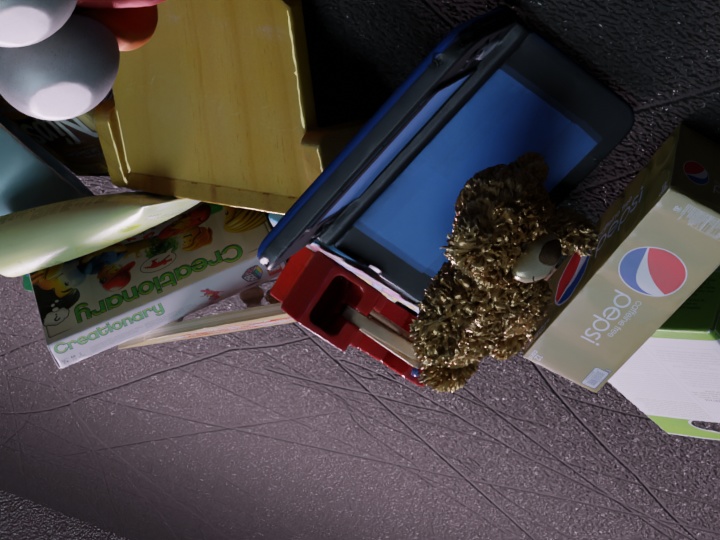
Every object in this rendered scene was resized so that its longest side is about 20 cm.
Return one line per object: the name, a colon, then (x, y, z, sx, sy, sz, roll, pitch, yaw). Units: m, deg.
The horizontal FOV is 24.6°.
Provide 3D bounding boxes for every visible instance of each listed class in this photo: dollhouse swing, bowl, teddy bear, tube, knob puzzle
dollhouse swing: (-0.076, -0.141, 1.209, 0.199, 0.177, 0.181, 10, -163, 31)
bowl: (-0.325, -0.081, 1.406, 0.201, 0.105, 0.201, 42, 178, 2)
teddy bear: (0.092, 0.013, 1.079, 0.067, 0.144, 0.200, 56, 141, 29)
tube: (-0.209, -0.035, 1.275, 0.199, 0.058, 0.052, -13, 133, 35)
knob puzzle: (-0.089, 0.030, 1.376, 0.218, 0.031, 0.220, -9, 177, -1)

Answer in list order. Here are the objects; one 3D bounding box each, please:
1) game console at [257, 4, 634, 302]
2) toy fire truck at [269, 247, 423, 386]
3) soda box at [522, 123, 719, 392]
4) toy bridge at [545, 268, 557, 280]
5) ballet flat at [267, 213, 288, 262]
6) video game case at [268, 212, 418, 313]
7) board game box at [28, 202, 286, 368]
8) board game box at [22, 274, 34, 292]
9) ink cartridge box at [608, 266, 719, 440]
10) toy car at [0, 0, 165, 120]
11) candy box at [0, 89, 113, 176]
game console: (0.057, -0.054, 1.034, 0.118, 0.200, 0.171, 44, -158, 3)
toy fire truck: (0.006, 0.037, 1.196, 0.200, 0.049, 0.141, 33, 180, -36)
soda box: (0.188, -0.005, 1.123, 0.064, 0.068, 0.200, 27, 136, -9)
toy bridge: (0.078, -0.030, 1.324, 0.199, 0.027, 0.067, 27, 158, -9)
ballet flat: (-0.077, -0.036, 1.435, 0.200, 0.068, 0.072, 31, 137, -21)
video game case: (0.000, 0.000, 1.307, 0.143, 0.018, 0.200, 27, 173, 5)
board game box: (-0.170, -0.010, 1.342, 0.035, 0.199, 0.127, 70, 176, -46)
board game box: (-0.183, -0.008, 1.467, 0.134, 0.029, 0.200, 11, -161, 30)
ink cartridge box: (0.263, 0.061, 1.287, 0.147, 0.076, 0.200, 2, 151, 42)
toy car: (-0.179, -0.207, 1.026, 0.149, 0.176, 0.200, -15, 152, 2)
candy box: (-0.253, -0.151, 1.334, 0.115, 0.056, 0.200, 5, 151, 44)
